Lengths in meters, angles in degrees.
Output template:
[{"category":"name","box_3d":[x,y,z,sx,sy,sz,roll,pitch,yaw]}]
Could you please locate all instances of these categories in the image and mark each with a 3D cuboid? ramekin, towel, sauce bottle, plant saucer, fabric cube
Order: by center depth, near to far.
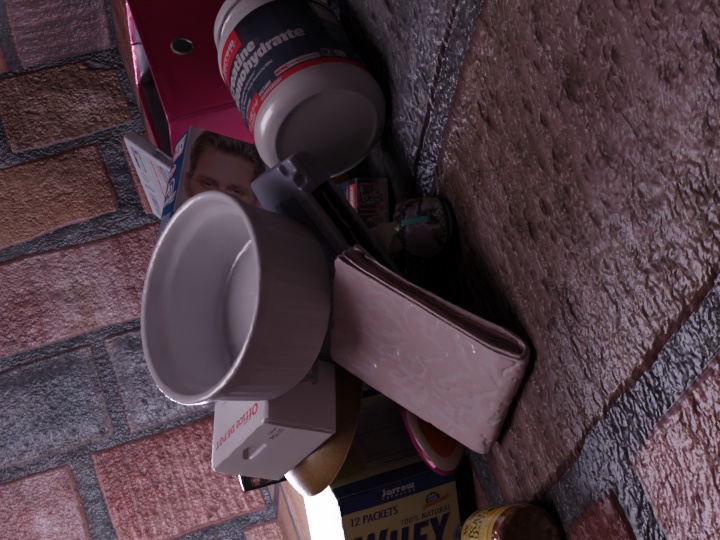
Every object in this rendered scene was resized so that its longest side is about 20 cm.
[{"category":"towel","box_3d":[0.057,0.076,1.085,0.191,0.032,0.200,31,152,14]},{"category":"ramekin","box_3d":[-0.117,0.031,1.117,0.200,0.098,0.201,-14,71,48]},{"category":"sauce bottle","box_3d":[0.131,0.258,1.121,0.200,0.066,0.066,126,126,-71]},{"category":"plant saucer","box_3d":[-0.057,0.146,1.293,0.200,0.035,0.201,-42,40,51]},{"category":"fabric cube","box_3d":[-0.168,-0.234,1.476,0.200,0.199,0.197,101,150,-63]}]

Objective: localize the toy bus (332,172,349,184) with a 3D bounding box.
[{"category":"toy bus","box_3d":[-0.031,-0.024,1.453,0.078,0.065,0.201,-140,36,-70]}]

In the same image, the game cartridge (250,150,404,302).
[{"category":"game cartridge","box_3d":[-0.026,-0.022,1.155,0.200,0.040,0.133,54,156,-9]}]

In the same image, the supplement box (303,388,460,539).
[{"category":"supplement box","box_3d":[0.020,0.275,1.355,0.200,0.134,0.201,-132,30,-63]}]

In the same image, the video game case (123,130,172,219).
[{"category":"video game case","box_3d":[-0.205,-0.075,1.432,0.200,0.018,0.143,35,153,32]}]

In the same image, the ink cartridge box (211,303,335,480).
[{"category":"ink cartridge box","box_3d":[-0.093,0.104,1.247,0.147,0.083,0.200,-46,37,48]}]

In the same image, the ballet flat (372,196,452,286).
[{"category":"ballet flat","box_3d":[0.037,-0.023,1.169,0.200,0.072,0.072,117,135,-71]}]

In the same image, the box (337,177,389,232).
[{"category":"box","box_3d":[0.000,0.000,1.315,0.137,0.040,0.201,-177,85,-77]}]

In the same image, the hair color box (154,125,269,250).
[{"category":"hair color box","box_3d":[-0.162,-0.044,1.259,0.061,0.100,0.201,149,132,-62]}]

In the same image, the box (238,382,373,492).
[{"category":"box","box_3d":[-0.068,0.173,1.462,0.048,0.199,0.159,-128,26,-66]}]

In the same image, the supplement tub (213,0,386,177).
[{"category":"supplement tub","box_3d":[-0.068,-0.203,1.230,0.141,0.140,0.200,89,160,-47]}]

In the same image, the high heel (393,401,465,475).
[{"category":"high heel","box_3d":[0.068,0.152,1.250,0.200,0.067,0.096,-100,13,-44]}]
